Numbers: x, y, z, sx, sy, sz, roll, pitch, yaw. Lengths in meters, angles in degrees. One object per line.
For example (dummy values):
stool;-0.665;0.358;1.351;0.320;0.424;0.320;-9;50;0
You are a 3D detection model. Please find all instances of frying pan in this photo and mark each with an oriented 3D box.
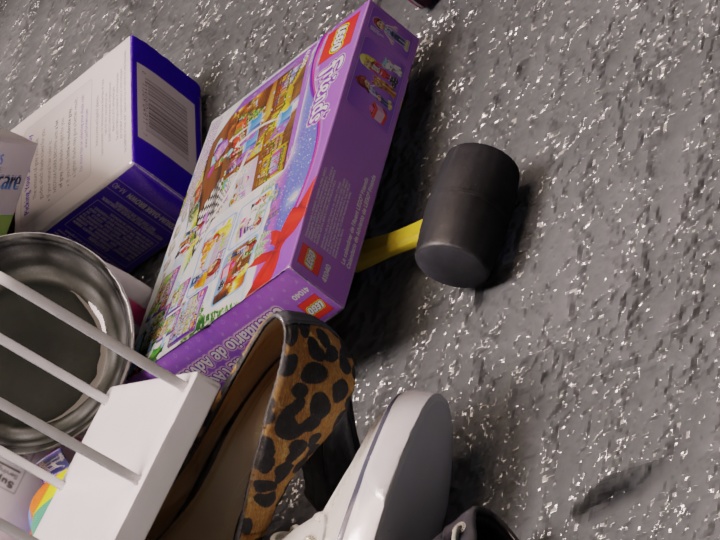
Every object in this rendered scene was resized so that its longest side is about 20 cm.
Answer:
frying pan;-0.204;0.036;1.498;0.189;0.031;0.116;2;72;9

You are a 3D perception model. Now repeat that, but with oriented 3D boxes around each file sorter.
file sorter;-0.177;0.114;1.334;0.201;0.124;0.139;-64;16;-14

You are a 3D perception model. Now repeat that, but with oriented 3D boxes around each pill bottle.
pill bottle;-0.181;0.093;1.553;0.113;0.113;0.201;4;64;53

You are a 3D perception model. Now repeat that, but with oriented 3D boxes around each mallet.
mallet;0.000;0.000;1.485;0.200;0.041;0.066;-27;38;41

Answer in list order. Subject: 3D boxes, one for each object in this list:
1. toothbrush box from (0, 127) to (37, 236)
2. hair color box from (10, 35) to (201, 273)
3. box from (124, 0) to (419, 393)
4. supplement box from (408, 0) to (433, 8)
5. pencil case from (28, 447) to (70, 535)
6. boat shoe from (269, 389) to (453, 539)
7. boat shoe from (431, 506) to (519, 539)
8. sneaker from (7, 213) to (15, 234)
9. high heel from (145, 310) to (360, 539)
toothbrush box;-0.279;-0.001;1.579;0.145;0.086;0.201;22;96;14
hair color box;-0.178;-0.031;1.710;0.200;0.065;0.110;-34;39;26
box;-0.044;-0.031;1.522;0.137;0.039;0.201;-34;28;40
supplement box;0.035;-0.262;1.614;0.200;0.103;0.131;-53;34;2
pencil case;-0.119;0.178;1.426;0.088;0.088;0.201;-35;39;26
boat shoe;-0.016;0.143;1.330;0.065;0.072;0.201;12;76;25
boat shoe;0.068;0.157;1.220;0.063;0.072;0.200;-54;28;5
sneaker;-0.250;0.035;1.652;0.107;0.067;0.203;4;94;22
high heel;-0.082;0.106;1.334;0.200;0.143;0.071;-38;53;-21
